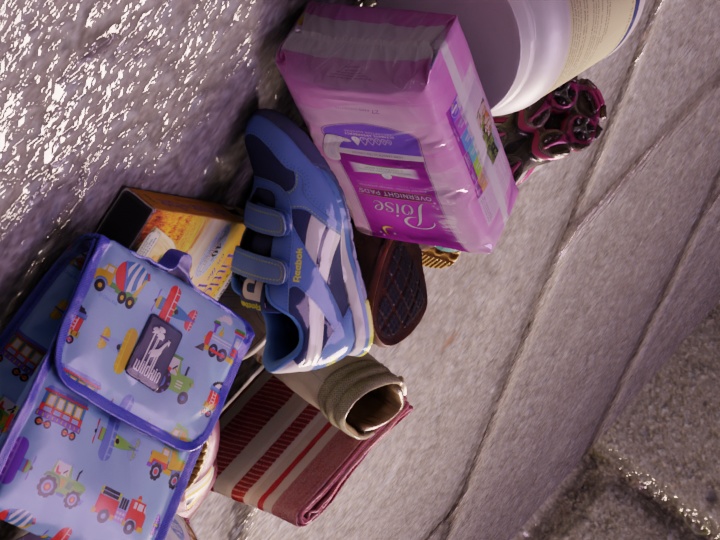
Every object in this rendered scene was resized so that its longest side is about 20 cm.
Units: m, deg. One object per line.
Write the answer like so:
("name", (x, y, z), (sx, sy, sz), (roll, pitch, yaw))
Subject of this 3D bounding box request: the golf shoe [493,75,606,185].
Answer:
("golf shoe", (0.096, -0.088, 1.568), (0.200, 0.073, 0.092), (-24, -177, -21))

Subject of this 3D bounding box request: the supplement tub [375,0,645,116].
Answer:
("supplement tub", (0.112, -0.199, 1.487), (0.200, 0.145, 0.145), (-34, 155, -51))

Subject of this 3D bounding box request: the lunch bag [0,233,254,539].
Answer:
("lunch bag", (-0.164, 0.075, 1.287), (0.150, 0.094, 0.200), (33, 85, -41))

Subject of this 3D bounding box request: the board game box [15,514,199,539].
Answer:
("board game box", (-0.227, 0.232, 1.460), (0.199, 0.041, 0.200), (-27, 163, 0))

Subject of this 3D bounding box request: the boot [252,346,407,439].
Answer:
("boot", (-0.027, 0.071, 1.629), (0.072, 0.155, 0.200), (-56, 162, 8))

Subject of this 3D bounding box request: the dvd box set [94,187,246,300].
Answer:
("dvd box set", (-0.150, 0.016, 1.390), (0.147, 0.029, 0.200), (-56, 164, 8))

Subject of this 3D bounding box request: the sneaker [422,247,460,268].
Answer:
("sneaker", (0.085, -0.103, 1.773), (0.090, 0.075, 0.200), (-72, -179, -57))

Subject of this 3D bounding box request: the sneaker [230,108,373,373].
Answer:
("sneaker", (-0.052, -0.015, 1.409), (0.082, 0.074, 0.200), (-24, 112, -22))

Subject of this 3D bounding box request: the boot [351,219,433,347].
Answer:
("boot", (0.000, 0.000, 1.570), (0.200, 0.097, 0.075), (-71, 142, -52))

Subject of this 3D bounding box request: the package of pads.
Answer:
("package of pads", (0.028, -0.100, 1.396), (0.076, 0.120, 0.200), (-64, 150, -28))

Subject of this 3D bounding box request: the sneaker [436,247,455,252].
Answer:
("sneaker", (0.083, -0.096, 1.673), (0.080, 0.071, 0.200), (-85, 180, -61))

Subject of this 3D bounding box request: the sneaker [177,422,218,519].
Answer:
("sneaker", (-0.149, 0.148, 1.586), (0.090, 0.075, 0.200), (-48, 172, -46))

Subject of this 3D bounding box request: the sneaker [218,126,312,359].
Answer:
("sneaker", (-0.048, -0.020, 1.524), (0.106, 0.075, 0.200), (-17, 139, -61))

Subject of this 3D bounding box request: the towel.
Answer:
("towel", (-0.060, 0.142, 1.681), (0.144, 0.200, 0.023), (-46, 120, -21))
